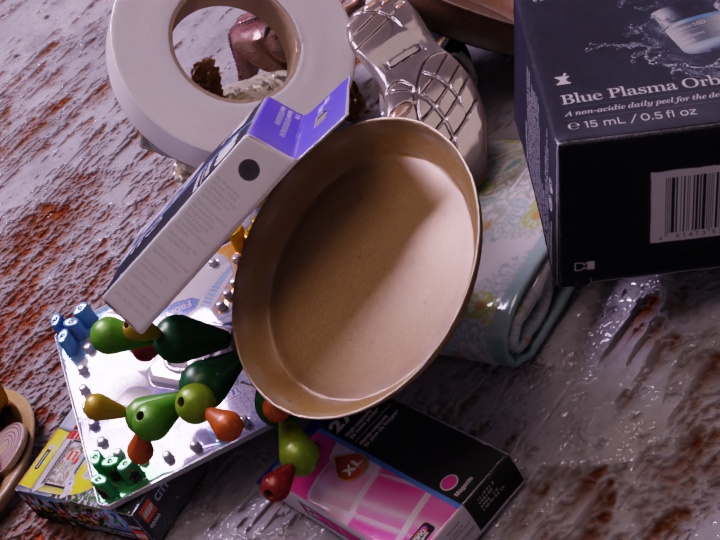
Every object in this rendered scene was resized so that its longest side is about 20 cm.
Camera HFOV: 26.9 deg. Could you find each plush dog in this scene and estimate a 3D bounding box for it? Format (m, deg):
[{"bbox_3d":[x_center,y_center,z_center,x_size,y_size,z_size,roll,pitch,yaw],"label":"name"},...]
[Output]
[{"bbox_3d":[-0.088,-0.120,1.304,0.199,0.162,0.172,-20,14,19],"label":"plush dog"}]

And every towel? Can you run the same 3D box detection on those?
[{"bbox_3d":[0.092,-0.019,1.106,0.170,0.048,0.201,5,50,46],"label":"towel"}]

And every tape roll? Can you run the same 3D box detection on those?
[{"bbox_3d":[-0.103,-0.176,1.202,0.203,0.202,0.037,-53,0,-26],"label":"tape roll"}]

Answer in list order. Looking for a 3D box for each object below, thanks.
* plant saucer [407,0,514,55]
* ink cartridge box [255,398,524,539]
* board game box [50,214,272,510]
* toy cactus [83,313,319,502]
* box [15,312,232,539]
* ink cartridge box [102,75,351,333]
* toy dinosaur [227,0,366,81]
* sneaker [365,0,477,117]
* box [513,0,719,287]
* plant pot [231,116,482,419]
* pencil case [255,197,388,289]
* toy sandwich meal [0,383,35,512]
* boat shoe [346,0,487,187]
[{"bbox_3d":[0.088,-0.227,1.276,0.037,0.199,0.201,-69,27,23],"label":"plant saucer"},{"bbox_3d":[0.009,0.133,1.002,0.095,0.037,0.199,-47,35,-18],"label":"ink cartridge box"},{"bbox_3d":[-0.129,0.059,1.131,0.199,0.026,0.201,-26,43,-1],"label":"board game box"},{"bbox_3d":[-0.087,0.075,1.030,0.199,0.103,0.165,21,44,35],"label":"toy cactus"},{"bbox_3d":[-0.158,0.109,1.159,0.136,0.038,0.201,4,50,40],"label":"box"},{"bbox_3d":[-0.087,-0.064,1.042,0.200,0.043,0.198,-45,10,10],"label":"ink cartridge box"},{"bbox_3d":[-0.072,-0.217,1.364,0.199,0.135,0.087,-20,66,40],"label":"toy dinosaur"},{"bbox_3d":[0.057,-0.183,1.302,0.079,0.078,0.201,-25,46,19],"label":"sneaker"},{"bbox_3d":[0.209,-0.104,0.998,0.195,0.118,0.201,-7,39,1],"label":"box"},{"bbox_3d":[0.000,0.000,0.955,0.199,0.027,0.202,-18,60,34],"label":"plant pot"},{"bbox_3d":[-0.006,-0.020,1.071,0.083,0.091,0.200,-39,32,-6],"label":"pencil case"},{"bbox_3d":[-0.360,0.157,1.237,0.204,0.070,0.206,-22,37,17],"label":"toy sandwich meal"},{"bbox_3d":[0.053,-0.132,1.173,0.075,0.072,0.201,-26,54,7],"label":"boat shoe"}]
